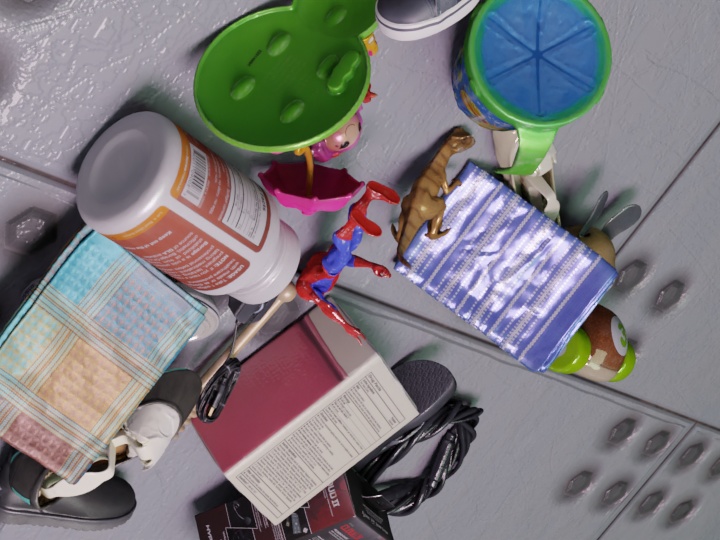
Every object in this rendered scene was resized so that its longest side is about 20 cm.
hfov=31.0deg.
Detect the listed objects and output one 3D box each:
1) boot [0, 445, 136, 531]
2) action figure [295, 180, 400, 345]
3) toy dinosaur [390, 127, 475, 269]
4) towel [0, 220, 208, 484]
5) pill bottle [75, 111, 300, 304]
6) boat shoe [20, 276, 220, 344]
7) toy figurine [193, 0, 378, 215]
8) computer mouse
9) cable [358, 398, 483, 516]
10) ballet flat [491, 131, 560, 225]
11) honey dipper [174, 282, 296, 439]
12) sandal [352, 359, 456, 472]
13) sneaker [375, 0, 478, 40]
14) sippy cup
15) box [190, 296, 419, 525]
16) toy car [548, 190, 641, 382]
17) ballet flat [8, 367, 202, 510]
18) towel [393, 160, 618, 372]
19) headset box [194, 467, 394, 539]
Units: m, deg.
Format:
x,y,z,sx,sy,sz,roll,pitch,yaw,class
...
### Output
x,y,z,sx,sy,sz,roll,pitch,yaw,class
-0.262,0.157,1.271,0.165,0.066,0.200,6,115,-43,boot
0.000,0.000,1.262,0.065,0.099,0.200,-58,-173,-32,action figure
0.056,-0.059,1.291,0.106,0.060,0.200,90,20,-57,toy dinosaur
-0.241,0.073,1.132,0.147,0.022,0.200,41,80,-30,towel
-0.144,-0.046,1.140,0.112,0.112,0.200,-46,138,6,pill bottle
-0.212,0.052,1.199,0.200,0.070,0.071,11,126,-40,boat shoe
-0.040,-0.137,1.158,0.200,0.150,0.184,-55,157,-20,toy figurine
-0.113,0.060,1.271,0.059,0.034,0.200,1,110,-62,computer mouse
0.072,0.233,1.582,0.200,0.051,0.163,-33,138,-10,cable
0.182,-0.106,1.364,0.069,0.069,0.200,-29,137,-13,ballet flat
-0.135,0.087,1.318,0.200,0.038,0.038,-47,138,5,honey dipper
0.028,0.173,1.488,0.200,0.076,0.043,-39,138,14,sandal
0.085,-0.273,1.059,0.200,0.078,0.079,-41,145,-16,sneaker
0.146,-0.187,1.204,0.140,0.130,0.178,38,79,-6,sippy cup
-0.061,0.148,1.369,0.200,0.109,0.128,-38,138,-4,box
0.258,0.011,1.471,0.164,0.158,0.200,14,104,-56,toy car
-0.226,0.164,1.204,0.200,0.068,0.068,-30,131,-13,ballet flat
0.153,0.000,1.368,0.200,0.024,0.145,36,102,-3,towel
-0.061,0.289,1.454,0.200,0.075,0.149,-23,150,8,headset box
